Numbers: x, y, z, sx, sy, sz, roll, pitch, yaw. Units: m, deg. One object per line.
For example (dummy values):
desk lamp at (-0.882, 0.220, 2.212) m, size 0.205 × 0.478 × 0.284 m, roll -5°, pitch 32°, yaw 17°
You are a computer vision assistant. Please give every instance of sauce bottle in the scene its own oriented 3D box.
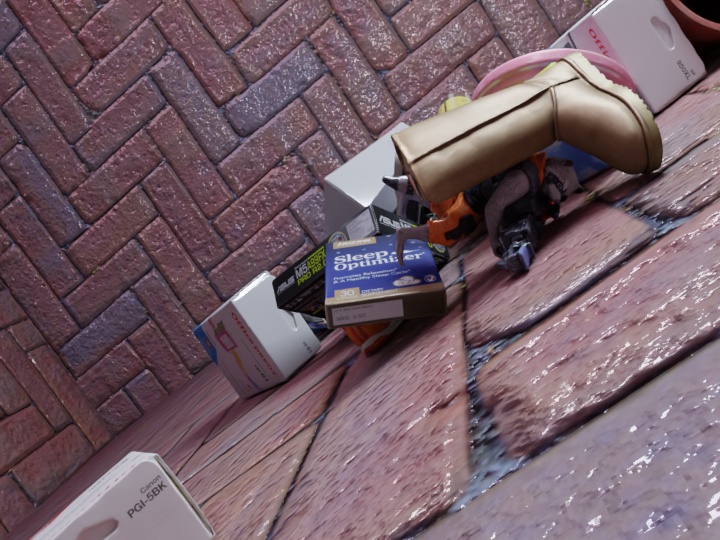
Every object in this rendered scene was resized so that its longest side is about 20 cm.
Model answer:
sauce bottle at (0.140, -0.176, 0.981) m, size 0.064 × 0.064 × 0.202 m, roll -34°, pitch 30°, yaw 28°

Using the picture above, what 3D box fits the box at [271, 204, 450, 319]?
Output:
box at (0.000, 0.000, 0.964) m, size 0.199 × 0.045 × 0.158 m, roll -36°, pitch -32°, yaw 32°

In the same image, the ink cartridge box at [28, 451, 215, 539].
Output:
ink cartridge box at (-0.213, 0.230, 0.586) m, size 0.146 × 0.083 × 0.199 m, roll -40°, pitch 4°, yaw -25°

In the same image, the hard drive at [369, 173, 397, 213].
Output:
hard drive at (0.047, -0.053, 1.097) m, size 0.133 × 0.042 × 0.201 m, roll 15°, pitch -63°, yaw -48°

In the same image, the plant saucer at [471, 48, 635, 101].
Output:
plant saucer at (0.232, -0.185, 0.863) m, size 0.200 × 0.197 × 0.052 m, roll -31°, pitch 48°, yaw 56°

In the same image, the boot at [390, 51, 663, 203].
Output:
boot at (0.144, -0.108, 0.646) m, size 0.196 × 0.067 × 0.177 m, roll -24°, pitch 40°, yaw 0°

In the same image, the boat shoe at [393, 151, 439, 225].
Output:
boat shoe at (0.084, -0.091, 0.991) m, size 0.060 × 0.204 × 0.076 m, roll 5°, pitch 38°, yaw 14°

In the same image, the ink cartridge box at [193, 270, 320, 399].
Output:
ink cartridge box at (-0.167, 0.107, 1.111) m, size 0.084 × 0.146 × 0.199 m, roll -39°, pitch 4°, yaw -35°

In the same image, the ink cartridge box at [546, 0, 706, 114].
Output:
ink cartridge box at (0.333, -0.271, 0.923) m, size 0.084 × 0.146 × 0.200 m, roll -37°, pitch 3°, yaw 0°

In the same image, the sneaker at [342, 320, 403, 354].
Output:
sneaker at (0.026, 0.024, 0.835) m, size 0.073 × 0.078 × 0.200 m, roll -37°, pitch 2°, yaw 21°

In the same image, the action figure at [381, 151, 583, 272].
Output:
action figure at (0.121, -0.065, 0.692) m, size 0.189 × 0.107 × 0.200 m, roll -15°, pitch 14°, yaw 14°

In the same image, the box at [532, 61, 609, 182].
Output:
box at (0.195, -0.139, 0.804) m, size 0.199 × 0.122 × 0.048 m, roll -33°, pitch 15°, yaw 51°

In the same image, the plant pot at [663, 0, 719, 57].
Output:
plant pot at (0.425, -0.360, 0.922) m, size 0.199 × 0.202 × 0.195 m, roll -37°, pitch -4°, yaw -8°

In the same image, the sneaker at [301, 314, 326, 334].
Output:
sneaker at (-0.080, 0.082, 1.235) m, size 0.089 × 0.079 × 0.200 m, roll -44°, pitch -5°, yaw 6°

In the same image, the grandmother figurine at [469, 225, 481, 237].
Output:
grandmother figurine at (0.150, -0.137, 1.039) m, size 0.121 × 0.060 × 0.202 m, roll -46°, pitch 28°, yaw 24°

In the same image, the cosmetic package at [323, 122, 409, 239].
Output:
cosmetic package at (0.044, -0.105, 1.224) m, size 0.199 × 0.122 × 0.202 m, roll -38°, pitch -29°, yaw -28°

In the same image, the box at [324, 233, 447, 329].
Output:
box at (0.020, -0.002, 0.769) m, size 0.118 × 0.033 × 0.201 m, roll -8°, pitch 22°, yaw 0°
